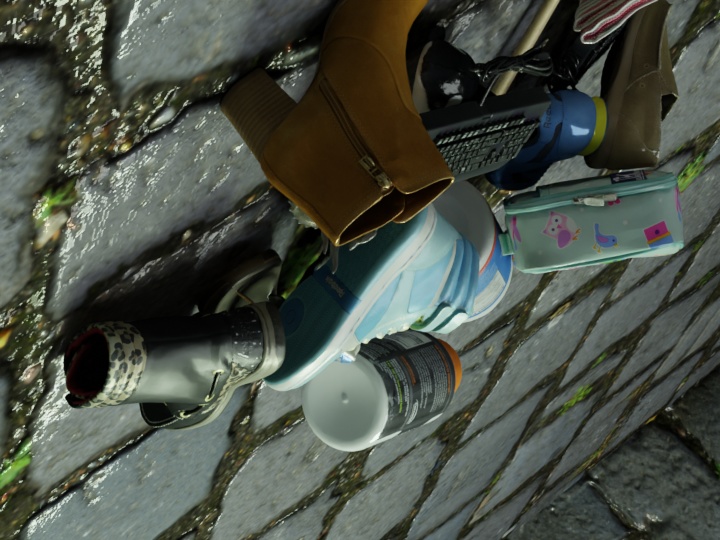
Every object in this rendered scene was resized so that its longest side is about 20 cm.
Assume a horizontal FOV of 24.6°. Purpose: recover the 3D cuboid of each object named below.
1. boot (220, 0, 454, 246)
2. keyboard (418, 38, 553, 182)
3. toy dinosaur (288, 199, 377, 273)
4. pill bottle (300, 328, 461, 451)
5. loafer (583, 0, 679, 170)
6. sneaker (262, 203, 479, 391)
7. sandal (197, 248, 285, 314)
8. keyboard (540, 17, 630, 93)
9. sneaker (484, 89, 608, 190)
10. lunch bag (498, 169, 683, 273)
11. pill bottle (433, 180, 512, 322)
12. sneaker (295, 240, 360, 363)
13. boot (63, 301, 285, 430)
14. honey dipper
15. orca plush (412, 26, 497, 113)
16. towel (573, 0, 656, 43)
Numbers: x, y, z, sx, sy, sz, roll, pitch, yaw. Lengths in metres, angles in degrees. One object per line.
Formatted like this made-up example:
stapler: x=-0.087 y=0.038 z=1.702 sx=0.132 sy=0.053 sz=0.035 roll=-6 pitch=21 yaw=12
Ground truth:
boot: x=0.019 y=-0.113 z=1.121 sx=0.201 sy=0.144 sz=0.071 roll=-39 pitch=162 yaw=-17
keyboard: x=0.087 y=-0.110 z=1.224 sx=0.200 sy=0.021 sz=0.127 roll=-21 pitch=144 yaw=-53
toy dinosaur: x=-0.021 y=-0.068 z=1.275 sx=0.102 sy=0.077 sz=0.200 roll=-38 pitch=-168 yaw=-6
pill bottle: x=0.032 y=0.119 z=1.725 sx=0.106 sy=0.106 sz=0.200 roll=-53 pitch=160 yaw=25
loafer: x=0.255 y=-0.167 z=1.503 sx=0.076 sy=0.067 sz=0.201 roll=114 pitch=-4 yaw=-63
sneaker: x=0.019 y=0.038 z=1.337 sx=0.200 sy=0.080 sz=0.130 roll=-47 pitch=131 yaw=13
sandal: x=-0.093 y=0.047 z=1.376 sx=0.082 sy=0.055 sz=0.200 roll=-35 pitch=160 yaw=-26
keyboard: x=0.210 y=-0.187 z=1.472 sx=0.104 sy=0.040 sz=0.200 roll=-40 pitch=175 yaw=-3
sneaker: x=0.145 y=-0.120 z=1.491 sx=0.078 sy=0.066 sz=0.200 roll=5 pitch=169 yaw=-20
lunch bag: x=0.202 y=-0.045 z=1.478 sx=0.159 sy=0.078 sz=0.200 roll=-7 pitch=-178 yaw=4
pill bottle: x=0.082 y=-0.013 z=1.534 sx=0.112 sy=0.112 sz=0.200 roll=-44 pitch=163 yaw=0
sneaker: x=0.000 y=0.000 z=1.404 sx=0.200 sy=0.077 sz=0.076 roll=-57 pitch=-173 yaw=39
boot: x=-0.167 y=0.079 z=1.276 sx=0.153 sy=0.074 sz=0.203 roll=-5 pitch=162 yaw=-36
honey dipper: x=0.132 y=-0.180 z=1.404 sx=0.038 sy=0.038 sz=0.201 roll=-22 pitch=148 yaw=-49
orca plush: x=0.076 y=-0.118 z=1.286 sx=0.200 sy=0.071 sz=0.106 roll=97 pitch=7 yaw=-62
towel: x=0.245 y=-0.244 z=1.331 sx=0.146 sy=0.030 sz=0.200 roll=-28 pitch=-166 yaw=21
